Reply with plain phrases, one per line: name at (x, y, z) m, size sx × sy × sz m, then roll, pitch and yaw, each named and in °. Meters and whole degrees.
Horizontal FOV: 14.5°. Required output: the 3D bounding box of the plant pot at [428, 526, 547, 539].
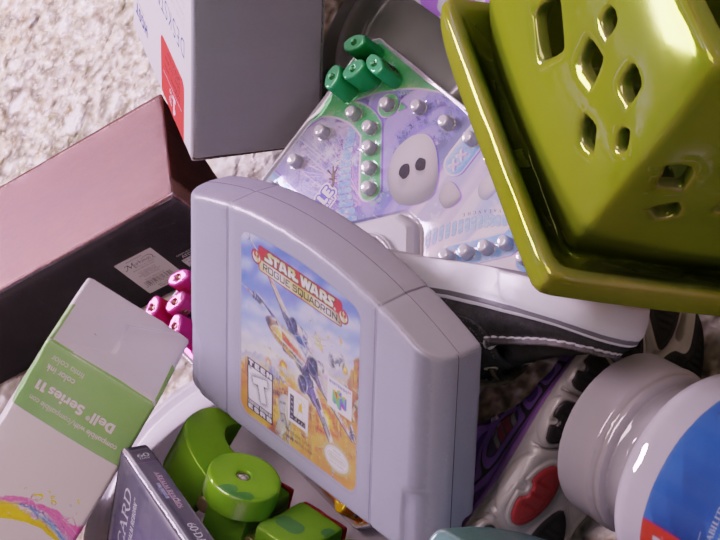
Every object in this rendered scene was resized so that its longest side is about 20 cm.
plant pot at (0.090, 0.200, 1.233) m, size 0.141 × 0.200 × 0.142 m, roll 30°, pitch 87°, yaw 43°

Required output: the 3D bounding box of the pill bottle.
pill bottle at (0.185, 0.114, 1.266) m, size 0.200 × 0.112 × 0.113 m, roll 29°, pitch 86°, yaw 43°

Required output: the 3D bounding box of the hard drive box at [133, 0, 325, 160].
hard drive box at (-0.074, -0.188, 1.550) m, size 0.076 × 0.201 × 0.156 m, roll -8°, pitch 35°, yaw -14°

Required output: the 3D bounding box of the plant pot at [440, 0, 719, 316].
plant pot at (0.158, -0.091, 1.265) m, size 0.182 × 0.198 × 0.201 m, roll -56°, pitch 40°, yaw 39°

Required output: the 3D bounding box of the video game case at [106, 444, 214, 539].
video game case at (-0.078, 0.199, 1.358) m, size 0.200 × 0.019 × 0.144 m, roll 50°, pitch 138°, yaw 46°

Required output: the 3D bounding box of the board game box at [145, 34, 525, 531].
board game box at (0.000, 0.000, 1.465) m, size 0.200 × 0.026 × 0.200 m, roll -52°, pitch 51°, yaw 5°

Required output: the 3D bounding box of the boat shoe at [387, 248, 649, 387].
boat shoe at (0.058, 0.026, 1.354) m, size 0.199 × 0.068 × 0.057 m, roll 11°, pitch 91°, yaw 48°

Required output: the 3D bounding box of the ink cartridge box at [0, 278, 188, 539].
ink cartridge box at (-0.172, 0.116, 1.466) m, size 0.201 × 0.067 × 0.117 m, roll -58°, pitch 4°, yaw 16°

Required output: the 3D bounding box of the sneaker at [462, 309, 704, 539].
sneaker at (0.086, 0.082, 1.386) m, size 0.200 × 0.081 × 0.083 m, roll -50°, pitch 38°, yaw 3°

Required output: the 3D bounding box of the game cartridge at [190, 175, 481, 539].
game cartridge at (-0.018, 0.038, 1.370) m, size 0.041 × 0.134 × 0.200 m, roll -25°, pitch 39°, yaw -30°

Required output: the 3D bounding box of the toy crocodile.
toy crocodile at (-0.028, 0.144, 1.397) m, size 0.200 × 0.062 × 0.068 m, roll 37°, pitch 129°, yaw 28°

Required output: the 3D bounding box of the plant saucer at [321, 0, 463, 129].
plant saucer at (0.042, -0.118, 1.540) m, size 0.199 × 0.050 × 0.201 m, roll -18°, pitch 57°, yaw 29°

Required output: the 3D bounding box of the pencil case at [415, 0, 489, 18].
pencil case at (0.090, -0.152, 1.453) m, size 0.199 × 0.086 × 0.084 m, roll 32°, pitch 43°, yaw 16°

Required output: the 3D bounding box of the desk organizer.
desk organizer at (-0.168, -0.014, 1.633) m, size 0.199 × 0.072 × 0.077 m, roll -27°, pitch 51°, yaw 23°

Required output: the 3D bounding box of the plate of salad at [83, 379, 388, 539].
plate of salad at (-0.057, 0.137, 1.483) m, size 0.199 × 0.048 × 0.201 m, roll -13°, pitch 56°, yaw 21°
